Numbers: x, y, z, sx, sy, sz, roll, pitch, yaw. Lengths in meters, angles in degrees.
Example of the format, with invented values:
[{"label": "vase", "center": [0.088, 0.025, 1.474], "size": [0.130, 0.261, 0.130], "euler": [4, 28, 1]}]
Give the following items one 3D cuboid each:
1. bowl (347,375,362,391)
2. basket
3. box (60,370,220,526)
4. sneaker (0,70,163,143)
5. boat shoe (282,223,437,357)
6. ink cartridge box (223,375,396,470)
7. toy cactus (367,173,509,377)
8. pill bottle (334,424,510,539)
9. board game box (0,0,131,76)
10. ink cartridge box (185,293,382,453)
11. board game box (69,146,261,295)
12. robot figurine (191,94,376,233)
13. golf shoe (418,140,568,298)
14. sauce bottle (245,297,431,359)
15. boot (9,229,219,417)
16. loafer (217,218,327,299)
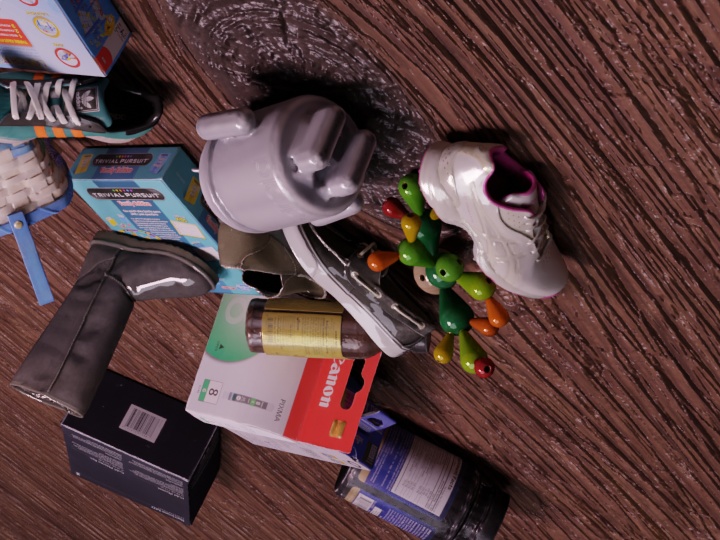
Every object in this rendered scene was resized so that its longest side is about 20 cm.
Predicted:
[{"label": "bowl", "center": [-0.084, 0.144, 2.059], "size": [0.200, 0.039, 0.201], "euler": [21, 152, 12]}, {"label": "basket", "center": [-0.372, -0.081, 1.764], "size": [0.177, 0.138, 0.201], "euler": [-124, 21, -47]}, {"label": "box", "center": [-0.307, 0.249, 2.361], "size": [0.199, 0.104, 0.182], "euler": [23, 151, 7]}, {"label": "sneaker", "center": [-0.283, -0.161, 1.601], "size": [0.199, 0.072, 0.080], "euler": [-1, 173, -33]}, {"label": "boat shoe", "center": [0.000, 0.000, 1.724], "size": [0.064, 0.071, 0.200], "euler": [-35, 111, 23]}, {"label": "ink cartridge box", "center": [-0.060, 0.169, 1.929], "size": [0.199, 0.077, 0.136], "euler": [11, 165, 29]}, {"label": "toy cactus", "center": [0.071, 0.008, 1.610], "size": [0.201, 0.102, 0.165], "euler": [59, 177, -2]}, {"label": "pill bottle", "center": [0.077, 0.269, 2.059], "size": [0.199, 0.112, 0.112], "euler": [28, 153, -2]}, {"label": "board game box", "center": [-0.342, -0.272, 1.549], "size": [0.199, 0.056, 0.196], "euler": [9, 148, 30]}, {"label": "ink cartridge box", "center": [-0.082, 0.105, 1.859], "size": [0.199, 0.162, 0.050], "euler": [9, 163, 31]}, {"label": "board game box", "center": [-0.202, -0.053, 1.814], "size": [0.150, 0.047, 0.200], "euler": [3, 144, 39]}, {"label": "robot figurine", "center": [-0.074, -0.097, 1.557], "size": [0.169, 0.113, 0.200], "euler": [40, 150, -28]}, {"label": "golf shoe", "center": [0.138, -0.044, 1.515], "size": [0.091, 0.076, 0.200], "euler": [-11, 136, 44]}, {"label": "sauce bottle", "center": [-0.023, 0.065, 1.814], "size": [0.199, 0.065, 0.065], "euler": [4, 148, 11]}, {"label": "boot", "center": [-0.265, 0.064, 1.800], "size": [0.181, 0.201, 0.073], "euler": [10, 149, 30]}, {"label": "loafer", "center": [-0.094, -0.004, 1.746], "size": [0.075, 0.070, 0.200], "euler": [8, 166, 33]}]
